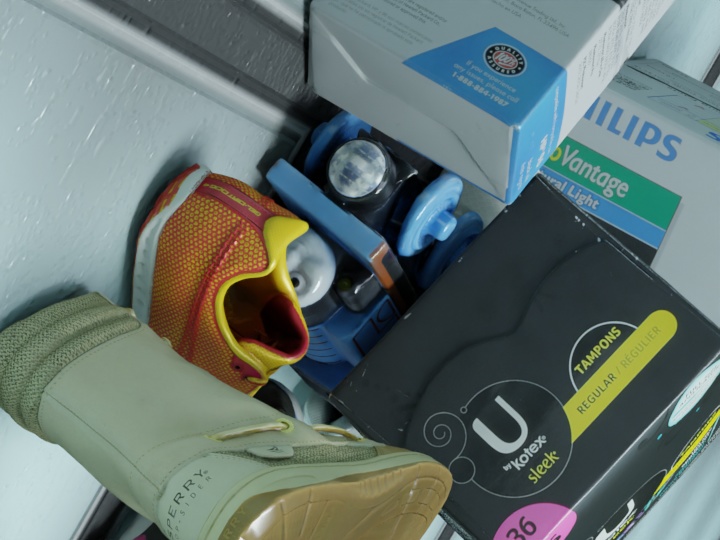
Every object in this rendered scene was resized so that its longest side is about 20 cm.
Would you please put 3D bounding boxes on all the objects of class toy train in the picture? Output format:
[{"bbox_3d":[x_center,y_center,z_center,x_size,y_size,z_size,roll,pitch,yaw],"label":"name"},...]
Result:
[{"bbox_3d":[0.000,0.000,1.245,0.114,0.087,0.200,-51,162,-6],"label":"toy train"}]

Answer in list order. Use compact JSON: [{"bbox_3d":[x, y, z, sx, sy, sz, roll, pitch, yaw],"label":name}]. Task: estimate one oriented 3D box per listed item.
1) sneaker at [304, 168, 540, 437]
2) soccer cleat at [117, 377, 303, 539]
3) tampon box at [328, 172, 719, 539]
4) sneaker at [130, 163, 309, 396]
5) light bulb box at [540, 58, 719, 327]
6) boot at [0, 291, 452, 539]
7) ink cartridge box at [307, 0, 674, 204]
[{"bbox_3d":[0.035,0.016,1.394,0.081,0.075,0.200,9,110,-62],"label":"sneaker"},{"bbox_3d":[-0.087,0.145,1.260,0.200,0.070,0.086,-55,162,-13],"label":"soccer cleat"},{"bbox_3d":[0.091,0.068,1.262,0.150,0.126,0.200,-47,165,-3],"label":"tampon box"},{"bbox_3d":[-0.064,0.040,1.143,0.073,0.077,0.200,-50,162,-32],"label":"sneaker"},{"bbox_3d":[0.208,-0.034,1.565,0.200,0.198,0.125,-13,129,-65],"label":"light bulb box"},{"bbox_3d":[-0.058,0.073,1.078,0.073,0.155,0.200,-62,156,12],"label":"boot"},{"bbox_3d":[0.079,-0.141,1.172,0.200,0.116,0.068,-50,161,-25],"label":"ink cartridge box"}]
